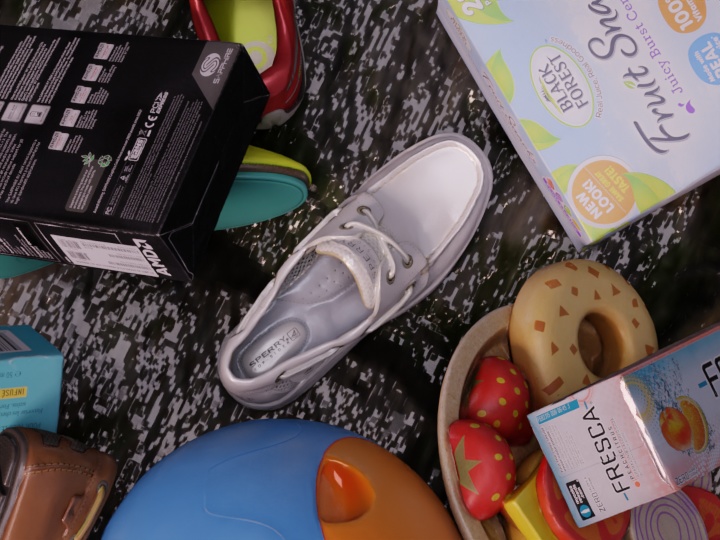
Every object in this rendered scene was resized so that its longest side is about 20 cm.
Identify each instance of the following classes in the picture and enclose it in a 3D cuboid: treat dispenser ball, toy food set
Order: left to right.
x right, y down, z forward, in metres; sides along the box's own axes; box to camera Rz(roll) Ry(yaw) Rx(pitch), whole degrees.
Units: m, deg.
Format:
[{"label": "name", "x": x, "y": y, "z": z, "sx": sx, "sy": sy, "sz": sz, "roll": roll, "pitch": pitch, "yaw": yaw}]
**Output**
[{"label": "treat dispenser ball", "x": -0.040, "y": 0.175, "z": 0.894, "sx": 0.200, "sy": 0.201, "sz": 0.201, "roll": 0, "pitch": 84, "yaw": 1}, {"label": "toy food set", "x": 0.123, "y": 0.104, "z": 0.930, "sx": 0.198, "sy": 0.049, "sz": 0.200, "roll": 55, "pitch": 44, "yaw": -4}]

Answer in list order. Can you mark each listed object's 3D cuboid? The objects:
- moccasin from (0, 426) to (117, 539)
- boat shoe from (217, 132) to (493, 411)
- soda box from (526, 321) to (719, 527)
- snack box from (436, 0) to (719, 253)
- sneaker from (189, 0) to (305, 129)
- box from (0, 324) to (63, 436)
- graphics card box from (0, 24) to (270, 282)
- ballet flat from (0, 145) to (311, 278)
[{"label": "moccasin", "x": -0.180, "y": 0.179, "z": 0.883, "sx": 0.078, "sy": 0.074, "sz": 0.202, "roll": 23, "pitch": 85, "yaw": -30}, {"label": "boat shoe", "x": 0.000, "y": 0.000, "z": 0.979, "sx": 0.071, "sy": 0.069, "sz": 0.200, "roll": 42, "pitch": 85, "yaw": 6}, {"label": "soda box", "x": 0.177, "y": 0.066, "z": 0.914, "sx": 0.068, "sy": 0.200, "sz": 0.064, "roll": -30, "pitch": 82, "yaw": 42}, {"label": "snack box", "x": 0.169, "y": -0.131, "z": 0.994, "sx": 0.200, "sy": 0.068, "sz": 0.169, "roll": -31, "pitch": 85, "yaw": -1}, {"label": "sneaker", "x": -0.071, "y": -0.180, "z": 0.992, "sx": 0.077, "sy": 0.085, "sz": 0.200, "roll": -17, "pitch": 84, "yaw": -3}, {"label": "box", "x": -0.209, "y": 0.131, "z": 0.917, "sx": 0.082, "sy": 0.049, "sz": 0.200, "roll": -4, "pitch": 110, "yaw": -34}, {"label": "graphics card box", "x": -0.161, "y": -0.068, "z": 0.946, "sx": 0.200, "sy": 0.051, "sz": 0.126, "roll": 6, "pitch": 60, "yaw": 25}, {"label": "ballet flat", "x": -0.130, "y": -0.051, "z": 0.993, "sx": 0.200, "sy": 0.067, "sz": 0.067, "roll": -14, "pitch": 62, "yaw": 1}]
